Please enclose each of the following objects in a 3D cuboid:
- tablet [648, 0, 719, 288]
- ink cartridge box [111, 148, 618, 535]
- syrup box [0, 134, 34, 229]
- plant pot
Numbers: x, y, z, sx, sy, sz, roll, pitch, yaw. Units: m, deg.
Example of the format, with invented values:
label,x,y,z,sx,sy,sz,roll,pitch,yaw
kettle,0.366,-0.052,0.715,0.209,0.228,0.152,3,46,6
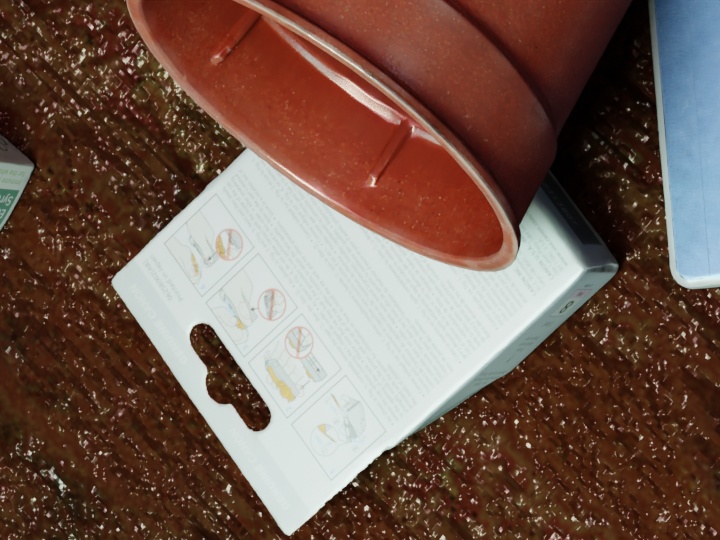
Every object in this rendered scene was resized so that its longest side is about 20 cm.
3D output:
label,x,y,z,sx,sy,sz,roll,pitch,yaw
tablet,0.191,-0.097,1.241,0.129,0.014,0.201,-6,87,27
ink cartridge box,0.000,0.000,1.320,0.200,0.057,0.163,-44,70,24
syrup box,-0.271,-0.083,1.443,0.200,0.079,0.082,39,106,23
plant pot,0.037,-0.137,1.202,0.200,0.201,0.196,29,75,25
